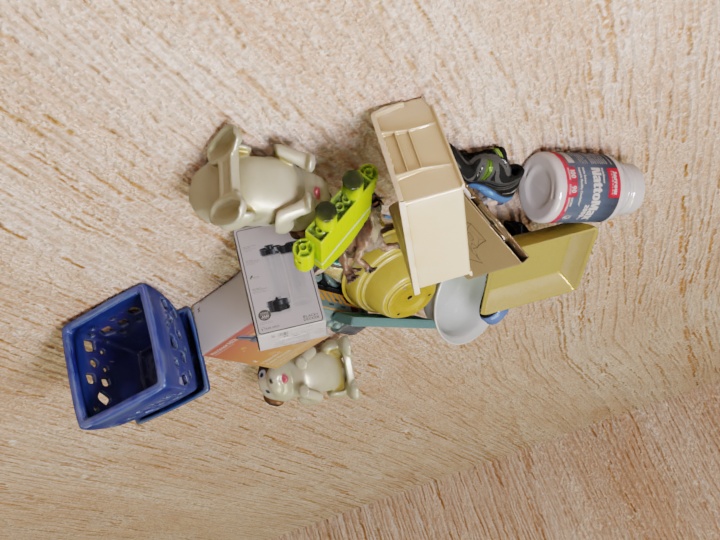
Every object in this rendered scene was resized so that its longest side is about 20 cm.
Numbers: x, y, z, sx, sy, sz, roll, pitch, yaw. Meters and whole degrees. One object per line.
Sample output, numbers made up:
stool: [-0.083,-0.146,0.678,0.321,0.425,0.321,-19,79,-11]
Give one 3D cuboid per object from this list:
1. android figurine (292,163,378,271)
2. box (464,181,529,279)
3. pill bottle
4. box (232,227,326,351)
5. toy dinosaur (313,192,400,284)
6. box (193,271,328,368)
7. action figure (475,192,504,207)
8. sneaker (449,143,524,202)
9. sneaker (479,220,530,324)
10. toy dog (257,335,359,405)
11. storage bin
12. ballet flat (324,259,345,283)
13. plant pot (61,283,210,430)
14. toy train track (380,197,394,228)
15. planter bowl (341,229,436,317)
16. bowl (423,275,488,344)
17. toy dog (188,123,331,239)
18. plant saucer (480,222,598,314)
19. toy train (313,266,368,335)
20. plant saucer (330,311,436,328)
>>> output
android figurine: [-0.033,-0.073,1.322,0.182,0.041,0.200,-51,171,-14]
box: [0.174,-0.060,1.481,0.021,0.164,0.200,-45,-171,-21]
pill bottle: [0.383,-0.142,1.535,0.199,0.120,0.120,-3,151,-26]
box: [-0.132,0.019,1.461,0.116,0.201,0.060,-13,154,-9]
toy dinosaur: [-0.014,-0.062,1.469,0.199,0.136,0.086,-26,-171,34]
box: [-0.186,0.096,1.682,0.152,0.107,0.199,-33,149,30]
action figure: [0.211,-0.083,1.593,0.129,0.070,0.200,-23,136,12]
sneaker: [0.193,-0.172,1.445,0.199,0.071,0.083,16,116,-42]
sneaker: [0.264,0.001,1.708,0.078,0.201,0.070,25,175,-38]
toy dog: [-0.124,0.218,1.935,0.198,0.141,0.194,-10,-171,-16]
storage bin: [0.088,-0.111,1.298,0.093,0.199,0.201,-15,140,0]
ballet flat: [0.000,0.000,1.637,0.199,0.071,0.071,-4,151,-29]
plant pot: [-0.392,0.165,1.607,0.199,0.201,0.180,-26,158,18]
toy train track: [0.040,-0.077,1.561,0.199,0.033,0.115,5,147,-38]
planter bowl: [0.073,0.024,1.599,0.199,0.084,0.201,-18,139,-16]
bowl: [0.186,0.037,1.754,0.200,0.090,0.203,-17,117,-38]
toy dog: [-0.133,-0.103,1.302,0.199,0.141,0.194,6,154,-38]
plant saucer: [0.309,-0.012,1.606,0.198,0.049,0.201,-14,147,-9]
toy train: [-0.064,0.053,1.661,0.085,0.115,0.199,-33,149,30]
plant saucer: [0.046,0.091,1.643,0.199,0.019,0.070,6,-176,-36]
